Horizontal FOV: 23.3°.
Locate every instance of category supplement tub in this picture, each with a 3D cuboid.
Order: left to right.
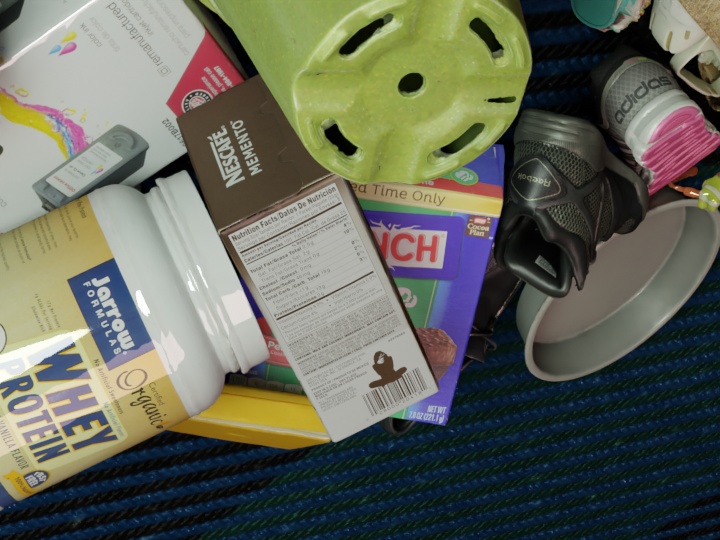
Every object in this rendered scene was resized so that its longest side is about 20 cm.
[{"bbox_3d":[-0.166,0.038,1.018,0.198,0.145,0.145,-26,143,-6],"label":"supplement tub"}]

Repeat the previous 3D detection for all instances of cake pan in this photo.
[{"bbox_3d":[0.206,0.007,1.421,0.199,0.037,0.201,-27,148,-18],"label":"cake pan"}]

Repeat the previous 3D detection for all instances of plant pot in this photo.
[{"bbox_3d":[0.006,-0.149,0.905,0.198,0.191,0.201,-11,136,-10],"label":"plant pot"}]

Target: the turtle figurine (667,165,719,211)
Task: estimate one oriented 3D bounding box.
[{"bbox_3d":[0.351,-0.087,1.349,0.198,0.161,0.065,-21,127,-24],"label":"turtle figurine"}]

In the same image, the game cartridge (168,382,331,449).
[{"bbox_3d":[-0.127,0.092,1.207,0.198,0.033,0.176,12,170,-10],"label":"game cartridge"}]

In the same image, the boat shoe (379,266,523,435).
[{"bbox_3d":[0.074,0.055,1.389,0.199,0.066,0.074,-43,140,17],"label":"boat shoe"}]

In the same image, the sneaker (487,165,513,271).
[{"bbox_3d":[0.077,-0.003,1.316,0.113,0.076,0.201,-3,133,-27],"label":"sneaker"}]

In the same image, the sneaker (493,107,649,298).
[{"bbox_3d":[0.145,-0.034,1.225,0.199,0.076,0.115,26,82,-67],"label":"sneaker"}]

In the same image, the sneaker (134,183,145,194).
[{"bbox_3d":[-0.206,0.015,1.142,0.199,0.076,0.114,-36,139,5],"label":"sneaker"}]

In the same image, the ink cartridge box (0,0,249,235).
[{"bbox_3d":[-0.181,-0.108,1.027,0.199,0.086,0.148,-35,143,4],"label":"ink cartridge box"}]

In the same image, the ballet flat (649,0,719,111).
[{"bbox_3d":[0.245,-0.170,1.242,0.065,0.071,0.200,-38,140,8],"label":"ballet flat"}]

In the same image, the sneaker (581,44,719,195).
[{"bbox_3d":[0.210,-0.115,1.284,0.073,0.088,0.200,-37,165,7],"label":"sneaker"}]

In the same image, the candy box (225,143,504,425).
[{"bbox_3d":[0.000,0.000,1.208,0.167,0.077,0.202,8,125,-4],"label":"candy box"}]

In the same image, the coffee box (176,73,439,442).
[{"bbox_3d":[-0.029,-0.009,1.055,0.079,0.115,0.201,-25,133,0],"label":"coffee box"}]

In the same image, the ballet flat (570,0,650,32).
[{"bbox_3d":[0.184,-0.245,1.133,0.064,0.075,0.201,-36,157,-37],"label":"ballet flat"}]
